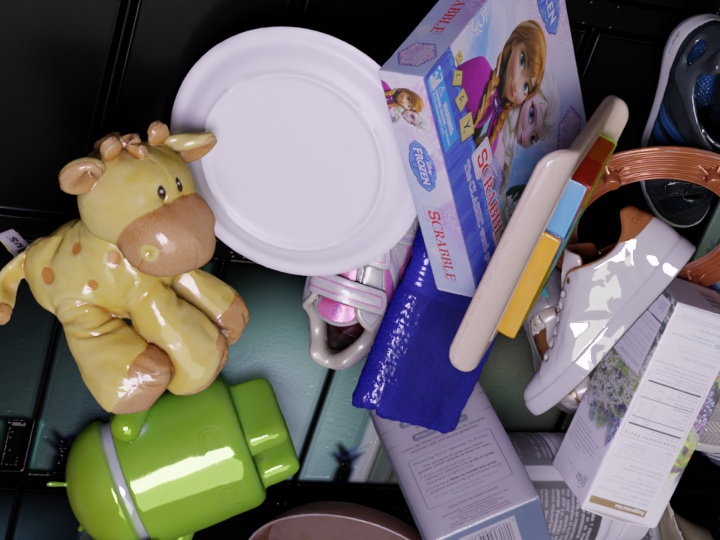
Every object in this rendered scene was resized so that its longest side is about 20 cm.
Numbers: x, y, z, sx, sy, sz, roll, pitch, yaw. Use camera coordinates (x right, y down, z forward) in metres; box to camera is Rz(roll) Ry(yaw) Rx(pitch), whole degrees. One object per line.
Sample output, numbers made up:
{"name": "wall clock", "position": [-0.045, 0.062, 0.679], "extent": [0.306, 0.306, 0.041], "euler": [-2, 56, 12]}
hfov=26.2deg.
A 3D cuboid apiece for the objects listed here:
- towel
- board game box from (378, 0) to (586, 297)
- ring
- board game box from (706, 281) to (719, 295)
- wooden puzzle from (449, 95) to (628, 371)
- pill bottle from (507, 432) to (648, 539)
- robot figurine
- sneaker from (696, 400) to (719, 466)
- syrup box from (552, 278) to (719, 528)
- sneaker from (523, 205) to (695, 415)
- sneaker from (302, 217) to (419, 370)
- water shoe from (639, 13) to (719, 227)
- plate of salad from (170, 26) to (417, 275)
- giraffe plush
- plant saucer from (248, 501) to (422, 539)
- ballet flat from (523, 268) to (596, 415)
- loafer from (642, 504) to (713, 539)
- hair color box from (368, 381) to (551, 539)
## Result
{"name": "towel", "position": [0.066, 0.026, 1.250], "extent": [0.147, 0.049, 0.202], "euler": [22, 90, -55]}
{"name": "board game box", "position": [0.099, -0.120, 1.146], "extent": [0.200, 0.041, 0.201], "euler": [-53, 140, -35]}
{"name": "ring", "position": [0.247, -0.032, 1.302], "extent": [0.198, 0.019, 0.201], "euler": [1, 144, 1]}
{"name": "board game box", "position": [0.400, 0.044, 1.451], "extent": [0.199, 0.034, 0.135], "euler": [30, 110, -34]}
{"name": "wooden puzzle", "position": [0.143, -0.028, 1.164], "extent": [0.037, 0.200, 0.186], "euler": [29, 116, 12]}
{"name": "pill bottle", "position": [0.164, 0.208, 1.433], "extent": [0.198, 0.114, 0.115], "euler": [3, 123, -21]}
{"name": "robot figurine", "position": [-0.155, 0.161, 1.285], "extent": [0.198, 0.116, 0.176], "euler": [-21, 137, -4]}
{"name": "sneaker", "position": [0.336, 0.153, 1.489], "extent": [0.198, 0.076, 0.085], "euler": [16, 153, -13]}
{"name": "syrup box", "position": [0.248, 0.111, 1.330], "extent": [0.081, 0.079, 0.202], "euler": [16, 106, -18]}
{"name": "sneaker", "position": [0.186, 0.029, 1.289], "extent": [0.084, 0.073, 0.201], "euler": [40, 112, 6]}
{"name": "sneaker", "position": [0.000, 0.000, 1.226], "extent": [0.080, 0.088, 0.202], "euler": [14, 125, 16]}
{"name": "water shoe", "position": [0.276, -0.108, 1.270], "extent": [0.071, 0.079, 0.202], "euler": [-12, 127, -11]}
{"name": "plate of salad", "position": [-0.045, -0.089, 1.151], "extent": [0.197, 0.048, 0.202], "euler": [7, 121, 12]}
{"name": "giraffe plush", "position": [-0.160, -0.023, 1.117], "extent": [0.199, 0.173, 0.163], "euler": [32, 128, -1]}
{"name": "plant saucer", "position": [-0.009, 0.272, 1.424], "extent": [0.198, 0.035, 0.202], "euler": [8, 138, 7]}
{"name": "ballet flat", "position": [0.186, 0.082, 1.383], "extent": [0.067, 0.064, 0.201], "euler": [-25, 129, 5]}
{"name": "loafer", "position": [0.315, 0.272, 1.569], "extent": [0.069, 0.075, 0.201], "euler": [-35, 134, -7]}
{"name": "hair color box", "position": [0.078, 0.162, 1.314], "extent": [0.098, 0.201, 0.061], "euler": [-22, 129, -3]}
